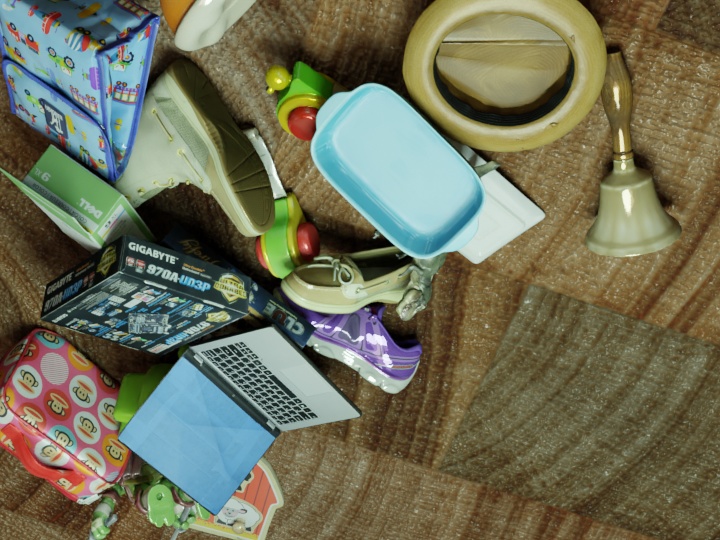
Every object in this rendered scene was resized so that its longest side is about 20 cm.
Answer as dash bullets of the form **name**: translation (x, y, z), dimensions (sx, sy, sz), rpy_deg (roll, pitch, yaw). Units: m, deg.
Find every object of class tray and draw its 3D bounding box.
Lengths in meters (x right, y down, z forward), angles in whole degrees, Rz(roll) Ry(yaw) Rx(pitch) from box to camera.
- **tray**: translation (0.103, -0.077, 1.273), dimensions (0.107, 0.022, 0.199), rpy_deg (-35, 127, 29)

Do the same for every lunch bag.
- **lunch bag**: translation (-0.375, 0.190, 1.462), dimensions (0.081, 0.177, 0.200), rpy_deg (-33, 116, 27)
- **lunch bag**: translation (-0.297, -0.197, 1.210), dimensions (0.149, 0.094, 0.202), rpy_deg (31, 138, 15)

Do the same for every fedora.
- **fedora**: translation (0.141, -0.213, 1.155), dimensions (0.197, 0.082, 0.203), rpy_deg (2, 127, 2)

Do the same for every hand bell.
- **hand bell**: translation (0.271, -0.127, 1.211), dimensions (0.102, 0.104, 0.203), rpy_deg (-7, 114, 13)

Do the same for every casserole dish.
- **casserole dish**: translation (0.041, -0.104, 1.179), dimensions (0.200, 0.039, 0.121), rpy_deg (43, 118, -6)

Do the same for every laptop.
- **laptop**: translation (-0.135, 0.177, 1.345), dimensions (0.198, 0.117, 0.187), rpy_deg (-14, 135, 32)

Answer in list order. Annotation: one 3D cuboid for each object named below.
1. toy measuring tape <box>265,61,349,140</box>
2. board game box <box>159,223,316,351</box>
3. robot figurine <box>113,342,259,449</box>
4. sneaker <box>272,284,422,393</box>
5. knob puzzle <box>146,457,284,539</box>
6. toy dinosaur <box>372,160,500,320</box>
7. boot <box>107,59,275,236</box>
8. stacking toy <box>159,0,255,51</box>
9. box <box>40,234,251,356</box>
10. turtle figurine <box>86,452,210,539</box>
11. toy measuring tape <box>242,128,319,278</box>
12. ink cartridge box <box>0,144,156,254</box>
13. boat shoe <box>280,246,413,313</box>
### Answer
- **toy measuring tape**: translation (-0.026, -0.154, 1.238), dimensions (0.199, 0.074, 0.073), rpy_deg (31, 125, -31)
- **board game box**: translation (-0.159, 0.051, 1.366), dimensions (0.199, 0.035, 0.136), rpy_deg (36, 141, 1)
- **robot figurine**: translation (-0.205, 0.179, 1.468), dimensions (0.196, 0.117, 0.177), rpy_deg (3, 133, 5)
- **sneaker**: translation (-0.015, 0.064, 1.399), dimensions (0.198, 0.081, 0.084), rpy_deg (30, 99, -13)
- **knob puzzle**: translation (-0.200, 0.300, 1.610), dimensions (0.216, 0.031, 0.222), rpy_deg (4, 126, 6)
- **toy dinosaur**: translation (0.066, -0.047, 1.250), dimensions (0.087, 0.048, 0.202), rpy_deg (24, 114, -4)
- **boot**: translation (-0.190, -0.102, 1.260), dimensions (0.154, 0.072, 0.202), rpy_deg (-31, 90, 31)
- **stacking toy**: translation (-0.180, -0.326, 1.112), dimensions (0.200, 0.146, 0.146), rpy_deg (46, 121, -2)
- **box**: translation (-0.238, 0.032, 1.284), dimensions (0.157, 0.047, 0.199), rpy_deg (20, 152, -33)
- **turtle figurine**: translation (-0.269, 0.323, 1.513), dimensions (0.143, 0.202, 0.193), rpy_deg (33, 155, -26)
- **toy measuring tape**: translation (-0.095, -0.057, 1.300), dimensions (0.072, 0.074, 0.202), rpy_deg (-12, 124, 16)
- **ink cartridge box**: translation (-0.295, -0.070, 1.248), dimensions (0.103, 0.060, 0.200), rpy_deg (34, 169, 14)
- **boat shoe**: translation (0.002, 0.001, 1.297), dimensions (0.198, 0.073, 0.064), rpy_deg (-2, 124, -34)
